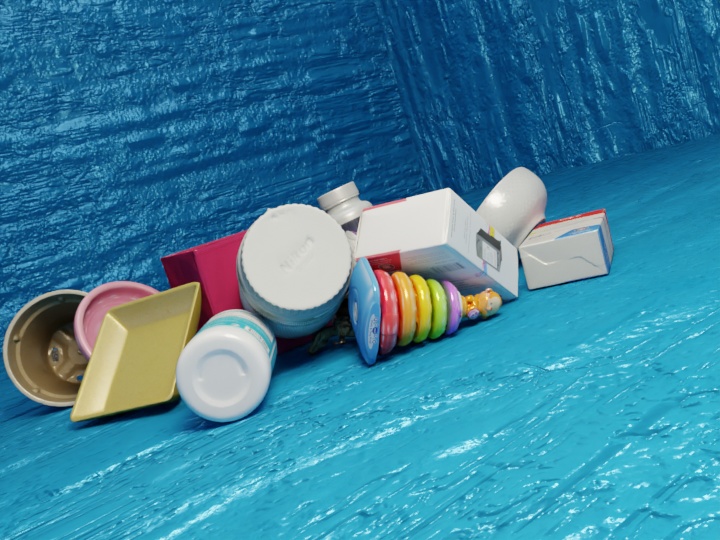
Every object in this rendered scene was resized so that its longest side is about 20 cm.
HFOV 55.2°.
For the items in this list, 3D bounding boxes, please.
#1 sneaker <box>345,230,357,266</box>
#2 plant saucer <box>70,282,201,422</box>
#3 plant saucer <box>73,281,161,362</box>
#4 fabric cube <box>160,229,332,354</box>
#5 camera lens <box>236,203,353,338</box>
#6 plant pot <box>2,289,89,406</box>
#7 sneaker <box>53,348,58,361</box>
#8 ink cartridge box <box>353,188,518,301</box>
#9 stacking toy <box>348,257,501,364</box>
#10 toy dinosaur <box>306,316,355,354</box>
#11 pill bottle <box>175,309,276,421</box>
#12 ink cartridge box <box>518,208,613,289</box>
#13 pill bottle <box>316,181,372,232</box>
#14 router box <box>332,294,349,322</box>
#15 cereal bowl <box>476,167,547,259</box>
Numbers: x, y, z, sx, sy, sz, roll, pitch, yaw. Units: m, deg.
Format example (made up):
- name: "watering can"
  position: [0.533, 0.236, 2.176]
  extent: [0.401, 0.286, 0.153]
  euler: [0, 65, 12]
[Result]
- name: "sneaker"
  position: [0.000, 0.000, 1.156]
  extent: [0.100, 0.075, 0.200]
  euler: [-50, 23, -1]
- name: "plant saucer"
  position: [-0.324, 0.131, 1.038]
  extent: [0.199, 0.048, 0.201]
  euler: [-16, 48, 25]
- name: "plant saucer"
  position: [-0.391, 0.113, 1.179]
  extent: [0.051, 0.201, 0.200]
  euler: [-46, -12, 37]
- name: "fabric cube"
  position: [-0.192, 0.038, 1.166]
  extent: [0.195, 0.200, 0.200]
  euler: [-20, 8, -30]
- name: "camera lens"
  position: [-0.095, 0.006, 0.982]
  extent: [0.159, 0.161, 0.200]
  euler: [-19, -11, -13]
- name: "plant pot"
  position: [-0.531, 0.146, 1.278]
  extent: [0.199, 0.201, 0.183]
  euler: [-19, -3, -16]
- name: "sneaker"
  position: [-0.627, 0.205, 1.553]
  extent: [0.199, 0.072, 0.083]
  euler: [-20, -16, -29]
- name: "ink cartridge box"
  position: [0.109, -0.022, 0.953]
  extent: [0.147, 0.086, 0.200]
  euler: [-10, -27, 36]
- name: "stacking toy"
  position: [0.090, 0.049, 0.890]
  extent: [0.199, 0.117, 0.110]
  euler: [-2, 26, -11]
- name: "toy dinosaur"
  position: [0.012, 0.079, 1.000]
  extent: [0.199, 0.048, 0.088]
  euler: [-14, 0, 0]
- name: "pill bottle"
  position: [-0.165, 0.112, 0.886]
  extent: [0.110, 0.111, 0.200]
  euler: [-17, 6, -1]
- name: "ink cartridge box"
  position: [0.320, -0.037, 1.054]
  extent: [0.116, 0.068, 0.200]
  euler: [-13, 8, 26]
- name: "pill bottle"
  position: [-0.009, -0.069, 1.375]
  extent: [0.111, 0.201, 0.111]
  euler: [-25, 4, 2]
- name: "router box"
  position: [0.033, 0.046, 1.163]
  extent: [0.149, 0.051, 0.200]
  euler: [-19, 7, -27]
- name: "cereal bowl"
  position: [0.258, -0.074, 1.192]
  extent: [0.200, 0.083, 0.200]
  euler: [-42, -22, -22]
